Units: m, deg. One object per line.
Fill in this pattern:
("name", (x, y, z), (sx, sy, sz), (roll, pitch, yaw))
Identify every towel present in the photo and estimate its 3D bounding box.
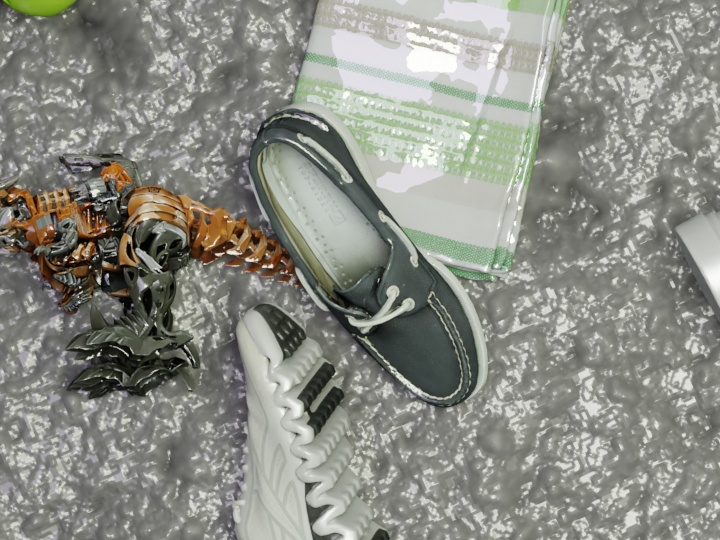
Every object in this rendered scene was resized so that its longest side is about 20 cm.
("towel", (0.035, -0.104, 1.408), (0.149, 0.031, 0.200), (13, 86, 7))

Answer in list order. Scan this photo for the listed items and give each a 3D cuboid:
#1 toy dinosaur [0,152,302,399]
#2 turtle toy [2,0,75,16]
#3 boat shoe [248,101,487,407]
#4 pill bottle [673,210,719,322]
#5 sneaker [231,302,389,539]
("toy dinosaur", (-0.130, -0.005, 1.391), (0.200, 0.102, 0.136), (-3, 69, 17))
("turtle toy", (-0.253, -0.204, 1.417), (0.200, 0.101, 0.146), (23, 111, 6))
("boat shoe", (0.000, 0.000, 1.363), (0.076, 0.060, 0.200), (-35, 97, 23))
("pill bottle", (0.279, -0.037, 1.333), (0.200, 0.104, 0.104), (-28, 82, 4))
("sneaker", (-0.041, 0.118, 1.364), (0.081, 0.075, 0.200), (-15, 97, 20))
